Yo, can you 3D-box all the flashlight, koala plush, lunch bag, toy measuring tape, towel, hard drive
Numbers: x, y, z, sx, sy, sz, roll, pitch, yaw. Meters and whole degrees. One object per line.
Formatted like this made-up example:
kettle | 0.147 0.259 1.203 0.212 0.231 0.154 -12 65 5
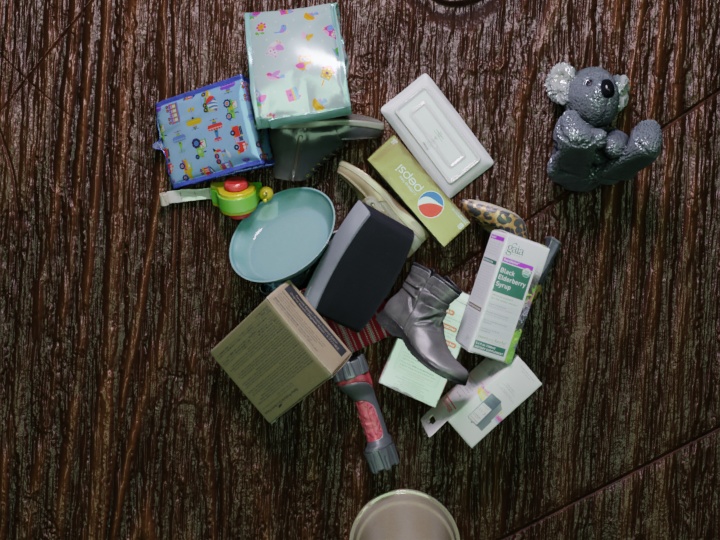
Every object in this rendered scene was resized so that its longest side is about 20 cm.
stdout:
flashlight | 0.007 0.248 1.523 0.067 0.068 0.202 -18 90 0
koala plush | 0.387 -0.254 1.483 0.175 0.184 0.202 4 70 -8
lunch bag | -0.265 -0.233 1.515 0.198 0.094 0.152 -13 93 10
toy measuring tape | -0.248 -0.121 1.513 0.197 0.074 0.075 -5 91 -2
lunch bag | -0.102 -0.328 1.466 0.168 0.122 0.202 -8 67 0
towel | -0.046 0.082 1.527 0.198 0.023 0.146 -24 106 0
hard drive | 0.000 0.000 1.464 0.134 0.042 0.201 27 97 -29

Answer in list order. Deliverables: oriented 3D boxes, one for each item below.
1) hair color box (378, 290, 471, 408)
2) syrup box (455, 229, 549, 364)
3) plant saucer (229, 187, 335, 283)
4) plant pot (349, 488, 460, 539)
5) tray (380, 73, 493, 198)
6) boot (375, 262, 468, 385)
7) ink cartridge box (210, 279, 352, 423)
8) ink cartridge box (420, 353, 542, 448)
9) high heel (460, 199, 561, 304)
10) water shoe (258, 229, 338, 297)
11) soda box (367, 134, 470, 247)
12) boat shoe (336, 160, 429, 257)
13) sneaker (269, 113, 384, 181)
hair color box | 0.118 0.120 1.522 0.110 0.064 0.202 24 92 1
syrup box | 0.232 0.041 1.449 0.078 0.081 0.202 17 95 -12
plant saucer | -0.127 -0.053 1.489 0.198 0.036 0.202 -15 49 18
plant pot | 0.077 0.487 1.468 0.198 0.183 0.203 0 91 0
tray | 0.134 -0.235 1.536 0.107 0.022 0.201 -37 90 2
boot | 0.125 0.082 1.432 0.200 0.070 0.132 40 97 25
ink cartridge box | -0.135 0.138 1.468 0.165 0.075 0.200 49 130 -1
ink cartridge box | 0.201 0.223 1.494 0.200 0.117 0.067 -42 98 2
high heel | 0.237 -0.026 1.511 0.199 0.071 0.144 28 85 -9
water shoe | -0.082 -0.006 1.513 0.199 0.079 0.072 -31 91 1
soda box | 0.099 -0.135 1.515 0.064 0.068 0.200 -42 90 2
boat shoe | 0.027 -0.106 1.516 0.200 0.072 0.065 43 91 -5
sneaker | -0.057 -0.213 1.523 0.197 0.075 0.108 -2 109 -5
